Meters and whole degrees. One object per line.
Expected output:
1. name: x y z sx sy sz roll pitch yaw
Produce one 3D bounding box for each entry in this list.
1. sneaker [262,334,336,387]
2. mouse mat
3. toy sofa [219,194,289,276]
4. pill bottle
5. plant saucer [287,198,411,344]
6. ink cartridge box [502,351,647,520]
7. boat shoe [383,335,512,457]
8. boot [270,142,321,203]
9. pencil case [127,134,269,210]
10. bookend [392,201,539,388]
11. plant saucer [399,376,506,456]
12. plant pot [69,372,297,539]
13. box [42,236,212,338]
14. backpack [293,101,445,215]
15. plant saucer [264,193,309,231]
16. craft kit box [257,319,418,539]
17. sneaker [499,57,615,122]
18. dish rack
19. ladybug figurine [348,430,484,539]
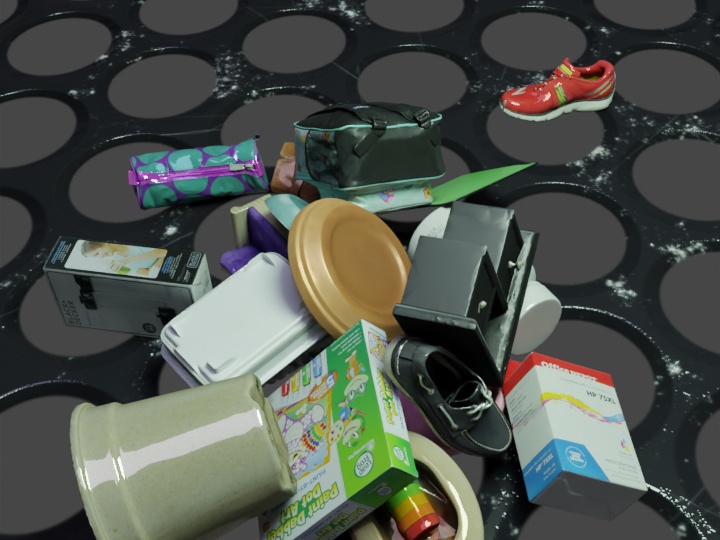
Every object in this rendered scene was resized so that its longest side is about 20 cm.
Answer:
1. sneaker: -0.107 0.087 1.218 0.198 0.075 0.083 -15 61 -8
2. mouse mat: 0.138 -0.116 1.386 0.160 0.008 0.200 -25 11 -23
3. toy sofa: -0.108 -0.006 1.320 0.097 0.083 0.200 -27 50 -24
4. pill bottle: 0.159 0.013 1.267 0.114 0.115 0.200 -26 49 -22
5. plant saucer: 0.000 0.000 1.180 0.199 0.037 0.202 27 47 -33
6. ink cartridge box: 0.233 0.169 1.112 0.115 0.067 0.201 17 41 -22
7. boat shoe: 0.106 0.142 1.054 0.062 0.200 0.073 0 52 54
8. boot: -0.039 -0.171 1.496 0.153 0.077 0.201 11 56 14
9. pencil case: -0.238 -0.143 1.459 0.197 0.086 0.092 -9 2 -5
10. bookend: 0.125 0.001 1.101 0.091 0.199 0.202 10 69 20
11. plant saucer: 0.075 0.148 1.181 0.198 0.051 0.202 -2 44 2
12. plant pot: -0.170 0.198 1.010 0.182 0.201 0.201 -21 46 -2
13. box: -0.294 0.026 1.275 0.197 0.117 0.061 8 48 8
14. backpack: 0.002 -0.153 1.333 0.174 0.155 0.200 -14 24 -28
15. plant saucer: -0.038 -0.041 1.289 0.028 0.200 0.200 -52 54 7
16. craft kit box: -0.038 0.187 1.067 0.200 0.048 0.199 -41 41 25
17. sneaker: 0.316 -0.299 1.592 0.198 0.086 0.077 -13 45 -11
18. dish rack: -0.135 0.058 1.173 0.199 0.044 0.171 -38 44 -17
19. ladybug figurine: 0.055 0.258 1.043 0.135 0.072 0.201 -29 57 -3
